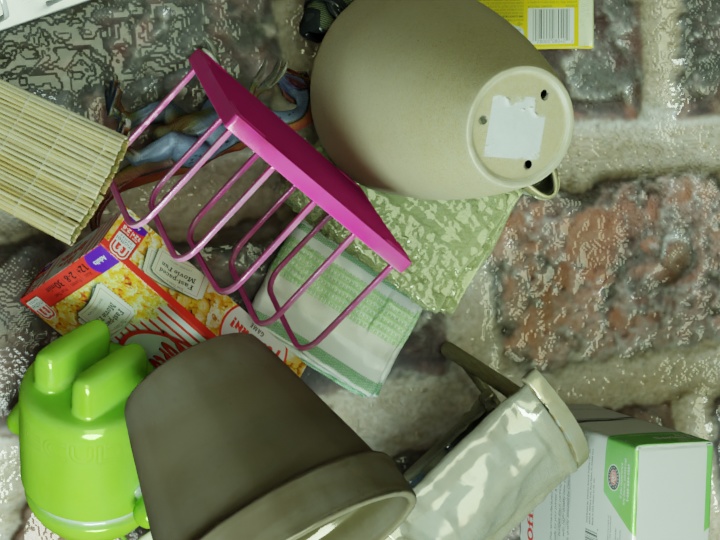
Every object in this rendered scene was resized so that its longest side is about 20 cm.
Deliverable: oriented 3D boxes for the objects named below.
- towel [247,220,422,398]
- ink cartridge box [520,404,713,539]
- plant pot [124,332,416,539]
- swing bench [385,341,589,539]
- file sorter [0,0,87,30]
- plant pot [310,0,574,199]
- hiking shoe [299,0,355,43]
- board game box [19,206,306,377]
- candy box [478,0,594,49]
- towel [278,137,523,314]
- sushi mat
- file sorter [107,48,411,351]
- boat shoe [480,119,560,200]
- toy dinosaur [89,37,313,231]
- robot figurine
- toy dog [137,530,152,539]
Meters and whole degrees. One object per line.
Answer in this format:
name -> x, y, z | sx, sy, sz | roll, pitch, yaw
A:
towel -> 0.000, 0.000, 1.299 | 0.149, 0.031, 0.200 | 31, 84, -20
ink cartridge box -> 0.230, 0.210, 1.308 | 0.084, 0.200, 0.146 | -1, 95, -21
plant pot -> -0.084, 0.149, 1.057 | 0.200, 0.200, 0.174 | -26, 68, -15
swing bench -> 0.081, 0.185, 1.253 | 0.199, 0.200, 0.130 | -41, 106, -11
file sorter -> -0.265, -0.276, 1.133 | 0.199, 0.124, 0.139 | -23, 102, -16
plant pot -> 0.081, -0.131, 1.146 | 0.187, 0.200, 0.188 | -7, 108, -22
hiking shoe -> -0.017, -0.247, 1.228 | 0.101, 0.076, 0.200 | -36, 94, -32
board game box -> -0.165, 0.051, 1.182 | 0.200, 0.151, 0.046 | 42, 52, -17
candy box -> 0.124, -0.255, 1.321 | 0.199, 0.026, 0.103 | -4, 96, -19
towel -> 0.038, -0.065, 1.279 | 0.200, 0.036, 0.149 | 35, 82, -16
sushi mat -> -0.284, -0.100, 1.137 | 0.200, 0.012, 0.096 | 25, 83, 20
file sorter -> -0.086, -0.048, 1.136 | 0.125, 0.139, 0.200 | -45, 123, 8
boat shoe -> 0.120, -0.150, 1.296 | 0.073, 0.063, 0.201 | -33, 113, -3
toy dinosaur -> -0.130, -0.127, 1.239 | 0.181, 0.105, 0.200 | 7, 126, -29
robot figurine -> -0.220, 0.140, 1.167 | 0.116, 0.175, 0.201 | -36, 144, -43
toy dog -> -0.080, 0.266, 1.233 | 0.194, 0.140, 0.200 | -53, 143, 12
